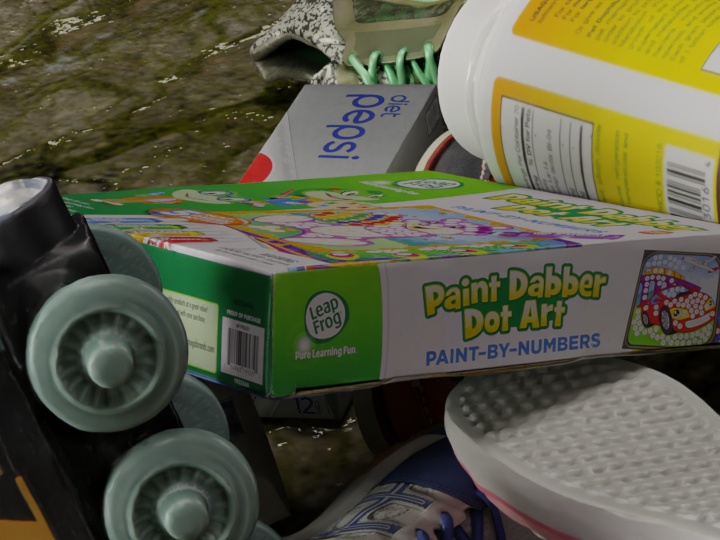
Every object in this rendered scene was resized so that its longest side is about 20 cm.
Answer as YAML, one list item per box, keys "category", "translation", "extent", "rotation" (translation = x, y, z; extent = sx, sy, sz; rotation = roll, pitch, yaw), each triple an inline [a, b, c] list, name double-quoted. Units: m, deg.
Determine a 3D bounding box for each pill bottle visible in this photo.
- category: "pill bottle"
  translation: [0.119, -0.058, 1.004]
  extent: [0.109, 0.110, 0.200]
  rotation: [-25, 29, -30]

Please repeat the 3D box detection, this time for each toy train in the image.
- category: "toy train"
  translation: [-0.087, 0.074, 0.791]
  extent: [0.113, 0.201, 0.085]
  rotation: [-25, 20, -4]

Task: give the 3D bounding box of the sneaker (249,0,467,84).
- category: "sneaker"
  translation: [0.020, -0.098, 1.328]
  extent: [0.089, 0.077, 0.200]
  rotation: [-39, 34, -25]

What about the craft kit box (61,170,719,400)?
- category: "craft kit box"
  translation: [0.000, 0.000, 0.930]
  extent: [0.197, 0.049, 0.200]
  rotation: [-2, 9, -34]

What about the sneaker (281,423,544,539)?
- category: "sneaker"
  translation: [0.006, 0.113, 0.901]
  extent: [0.199, 0.076, 0.088]
  rotation: [-25, 17, -11]

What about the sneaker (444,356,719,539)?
- category: "sneaker"
  translation: [0.109, 0.103, 0.862]
  extent: [0.200, 0.105, 0.075]
  rotation: [23, 42, 36]

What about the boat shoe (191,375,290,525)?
- category: "boat shoe"
  translation: [-0.074, 0.066, 0.959]
  extent: [0.071, 0.070, 0.201]
  rotation: [-21, -7, 4]

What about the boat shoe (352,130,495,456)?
- category: "boat shoe"
  translation: [0.050, 0.003, 1.102]
  extent: [0.062, 0.071, 0.200]
  rotation: [-13, 30, 24]

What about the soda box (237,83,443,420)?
- category: "soda box"
  translation: [-0.018, -0.013, 1.164]
  extent: [0.068, 0.064, 0.200]
  rotation: [1, 29, 17]
